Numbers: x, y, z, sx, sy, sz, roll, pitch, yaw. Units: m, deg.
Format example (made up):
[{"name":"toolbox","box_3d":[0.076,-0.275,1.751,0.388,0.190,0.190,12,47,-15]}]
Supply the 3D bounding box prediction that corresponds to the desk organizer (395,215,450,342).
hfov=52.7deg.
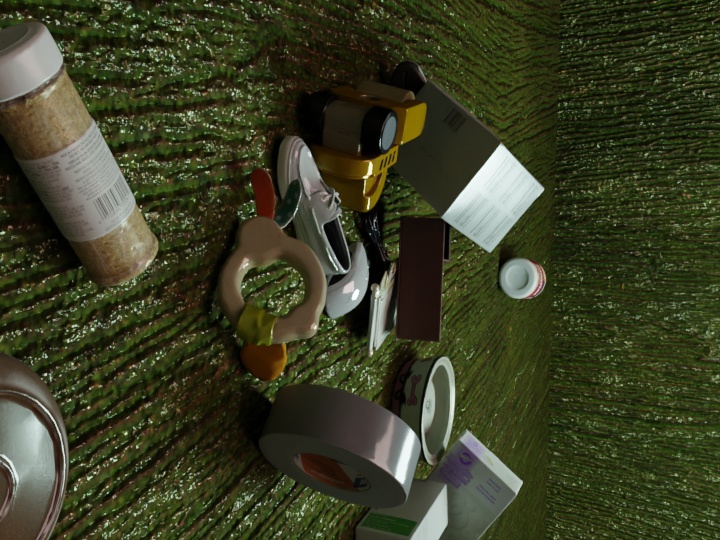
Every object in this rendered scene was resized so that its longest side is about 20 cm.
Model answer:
[{"name":"desk organizer","box_3d":[0.105,0.014,1.213,0.072,0.075,0.207,1,91,-73]}]

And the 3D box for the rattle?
[{"name":"rattle","box_3d":[-0.103,0.005,0.862,0.144,0.127,0.205,68,8,-63]}]

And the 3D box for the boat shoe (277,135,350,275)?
[{"name":"boat shoe","box_3d":[-0.055,-0.079,0.951,0.072,0.067,0.205,-51,138,-52]}]

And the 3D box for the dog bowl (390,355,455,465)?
[{"name":"dog bowl","box_3d":[0.119,0.261,1.386,0.199,0.072,0.207,4,90,-65]}]

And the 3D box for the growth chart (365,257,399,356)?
[{"name":"growth chart","box_3d":[0.047,0.052,1.208,0.200,0.017,0.149,-41,141,-65]}]

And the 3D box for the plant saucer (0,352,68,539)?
[{"name":"plant saucer","box_3d":[-0.281,0.161,0.524,0.199,0.031,0.207,5,90,-66]}]

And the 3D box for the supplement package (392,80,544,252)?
[{"name":"supplement package","box_3d":[0.167,-0.169,1.209,0.148,0.192,0.199,-48,146,12]}]

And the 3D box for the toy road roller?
[{"name":"toy road roller","box_3d":[0.002,-0.174,1.019,0.200,0.120,0.150,-41,144,-57]}]

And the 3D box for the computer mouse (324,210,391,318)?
[{"name":"computer mouse","box_3d":[0.000,0.000,1.118,0.202,0.043,0.112,-60,146,-46]}]

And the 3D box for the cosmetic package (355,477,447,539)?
[{"name":"cosmetic package","box_3d":[0.076,0.448,1.276,0.199,0.105,0.088,-29,119,-64]}]

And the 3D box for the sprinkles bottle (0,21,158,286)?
[{"name":"sprinkles bottle","box_3d":[-0.227,-0.083,0.566,0.069,0.066,0.203,-62,147,-42]}]

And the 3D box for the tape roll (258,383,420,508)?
[{"name":"tape roll","box_3d":[-0.026,0.221,0.902,0.202,0.195,0.067,65,38,-46]}]

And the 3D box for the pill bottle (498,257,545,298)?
[{"name":"pill bottle","box_3d":[0.475,0.023,2.108,0.199,0.110,0.117,3,90,-66]}]

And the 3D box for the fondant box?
[{"name":"fondant box","box_3d":[0.193,0.430,1.389,0.202,0.144,0.058,-56,163,22]}]

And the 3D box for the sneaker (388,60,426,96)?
[{"name":"sneaker","box_3d":[0.092,-0.305,1.273,0.203,0.073,0.118,73,22,-53]}]
